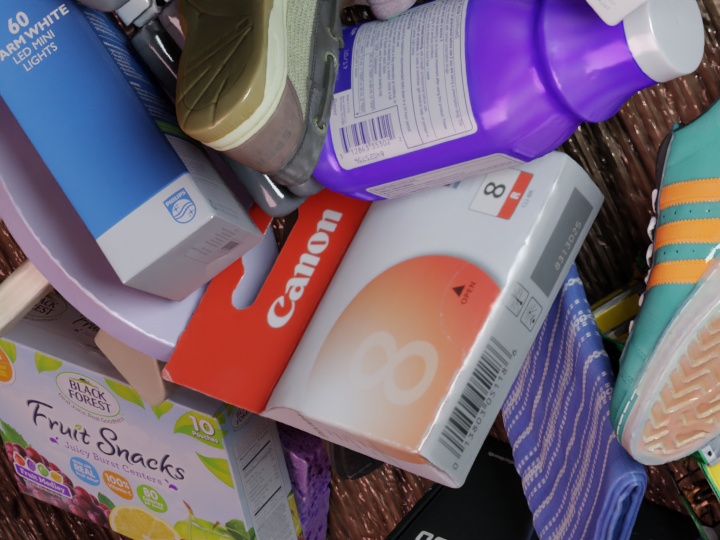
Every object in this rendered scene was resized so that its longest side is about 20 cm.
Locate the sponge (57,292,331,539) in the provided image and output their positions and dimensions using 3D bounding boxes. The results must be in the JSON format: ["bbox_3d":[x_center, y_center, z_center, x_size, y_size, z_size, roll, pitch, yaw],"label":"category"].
[{"bbox_3d":[-0.105,0.095,1.679,0.199,0.030,0.112,31,144,20],"label":"sponge"}]

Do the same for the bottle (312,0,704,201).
[{"bbox_3d":[0.062,-0.090,1.258,0.199,0.084,0.065,-15,159,37],"label":"bottle"}]

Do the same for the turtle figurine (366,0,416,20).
[{"bbox_3d":[-0.015,-0.205,1.217,0.200,0.101,0.149,51,158,-26],"label":"turtle figurine"}]

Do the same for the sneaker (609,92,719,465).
[{"bbox_3d":[0.158,-0.014,1.190,0.071,0.201,0.080,19,-165,-43],"label":"sneaker"}]

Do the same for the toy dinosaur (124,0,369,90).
[{"bbox_3d":[-0.083,-0.123,1.390,0.199,0.077,0.103,-23,95,50],"label":"toy dinosaur"}]

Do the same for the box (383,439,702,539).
[{"bbox_3d":[0.101,0.199,1.452,0.199,0.164,0.087,21,140,32],"label":"box"}]

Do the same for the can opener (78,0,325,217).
[{"bbox_3d":[-0.095,-0.105,1.314,0.200,0.067,0.053,52,140,-4],"label":"can opener"}]

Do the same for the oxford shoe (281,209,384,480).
[{"bbox_3d":[-0.006,0.030,1.487,0.084,0.072,0.201,39,146,36],"label":"oxford shoe"}]

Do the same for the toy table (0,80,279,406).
[{"bbox_3d":[-0.142,-0.017,1.463,0.201,0.183,0.117,58,145,7],"label":"toy table"}]

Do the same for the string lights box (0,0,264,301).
[{"bbox_3d":[-0.134,-0.086,1.353,0.201,0.059,0.103,55,-174,12],"label":"string lights box"}]

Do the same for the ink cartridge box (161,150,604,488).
[{"bbox_3d":[0.000,0.000,1.328,0.199,0.163,0.050,18,164,36],"label":"ink cartridge box"}]

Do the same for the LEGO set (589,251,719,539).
[{"bbox_3d":[0.202,0.067,1.287,0.201,0.115,0.154,60,175,1],"label":"LEGO set"}]

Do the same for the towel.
[{"bbox_3d":[0.092,0.063,1.338,0.145,0.024,0.201,101,159,-50],"label":"towel"}]

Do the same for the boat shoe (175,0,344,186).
[{"bbox_3d":[-0.041,-0.110,1.266,0.071,0.202,0.066,-29,121,24],"label":"boat shoe"}]

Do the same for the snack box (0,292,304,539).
[{"bbox_3d":[-0.135,0.097,1.640,0.199,0.053,0.143,17,135,33],"label":"snack box"}]

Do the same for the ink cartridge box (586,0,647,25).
[{"bbox_3d":[0.133,-0.195,1.093,0.116,0.068,0.200,48,145,-5],"label":"ink cartridge box"}]
